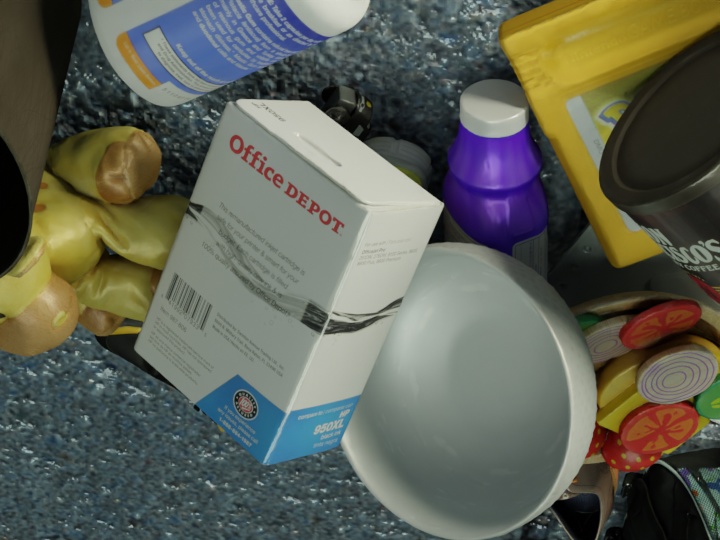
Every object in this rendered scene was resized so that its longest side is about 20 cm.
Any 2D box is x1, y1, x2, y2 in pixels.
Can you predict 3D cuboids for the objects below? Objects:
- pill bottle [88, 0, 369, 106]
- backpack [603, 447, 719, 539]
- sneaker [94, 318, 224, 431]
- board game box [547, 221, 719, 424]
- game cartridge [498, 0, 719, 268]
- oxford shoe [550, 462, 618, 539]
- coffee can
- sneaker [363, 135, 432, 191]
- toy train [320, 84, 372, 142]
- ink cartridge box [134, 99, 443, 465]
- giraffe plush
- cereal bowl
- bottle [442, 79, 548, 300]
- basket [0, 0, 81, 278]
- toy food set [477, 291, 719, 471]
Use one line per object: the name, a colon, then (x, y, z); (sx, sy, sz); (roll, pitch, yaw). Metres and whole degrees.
pill bottle: (-0.063, -0.187, 1.201); (0.199, 0.112, 0.112); (-20, 127, 26)
backpack: (0.294, 0.260, 1.510); (0.150, 0.201, 0.178); (-2, 136, -16)
sneaker: (-0.115, 0.078, 1.480); (0.199, 0.090, 0.070); (16, 134, -6)
board game box: (0.242, 0.013, 1.399); (0.199, 0.026, 0.200); (25, 132, -13)
game cartridge: (0.209, -0.109, 1.260); (0.176, 0.033, 0.200); (-21, 123, 17)
oxford shoe: (0.162, 0.136, 1.498); (0.071, 0.073, 0.200); (-11, 130, 20)
coffee can: (0.269, -0.036, 1.202); (0.146, 0.147, 0.200); (-32, 118, 34)
sneaker: (0.000, 0.000, 1.385); (0.078, 0.091, 0.201); (10, 136, -2)
toy train: (-0.047, -0.059, 1.378); (0.046, 0.034, 0.200); (19, 134, -23)
ink cartridge box: (-0.051, 0.005, 1.286); (0.144, 0.084, 0.201); (38, 117, 30)
giraffe plush: (-0.224, -0.013, 1.326); (0.200, 0.162, 0.173); (37, 127, -3)
cereal bowl: (0.078, 0.078, 1.305); (0.199, 0.083, 0.201); (5, 100, 34)
bottle: (0.094, -0.040, 1.334); (0.065, 0.084, 0.201); (-20, 134, -17)
basket: (-0.256, -0.122, 1.235); (0.135, 0.201, 0.181); (1, 135, 9)
toy food set: (0.187, 0.085, 1.392); (0.199, 0.049, 0.198); (24, 127, -35)
